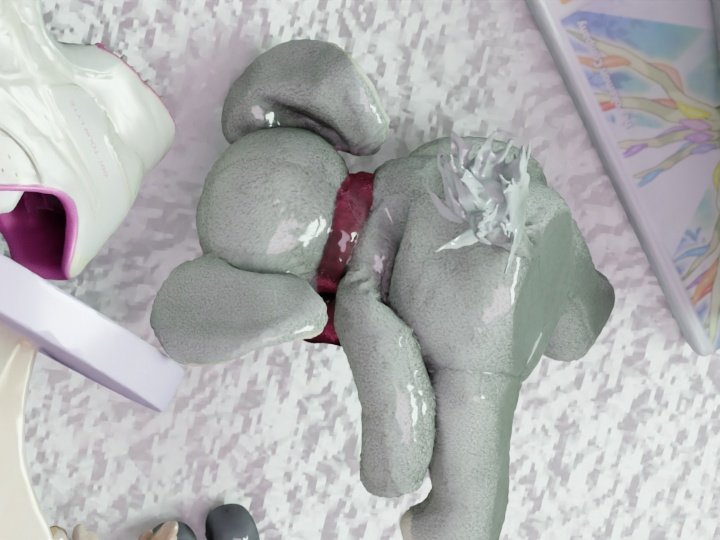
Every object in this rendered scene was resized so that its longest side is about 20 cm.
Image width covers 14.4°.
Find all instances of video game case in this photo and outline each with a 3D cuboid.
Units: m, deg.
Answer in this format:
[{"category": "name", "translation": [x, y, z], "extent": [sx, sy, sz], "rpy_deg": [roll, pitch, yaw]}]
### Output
[{"category": "video game case", "translation": [0.184, -0.088, 1.226], "extent": [0.182, 0.022, 0.200], "rpy_deg": [-29, 113, -3]}]

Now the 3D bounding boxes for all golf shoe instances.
[{"category": "golf shoe", "translation": [-0.153, -0.071, 1.087], "extent": [0.200, 0.075, 0.092], "rpy_deg": [39, 61, -35]}]

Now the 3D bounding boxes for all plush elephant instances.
[{"category": "plush elephant", "translation": [0.000, 0.000, 1.151], "extent": [0.200, 0.154, 0.165], "rpy_deg": [77, 35, -53]}]

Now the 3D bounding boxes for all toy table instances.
[{"category": "toy table", "translation": [-0.180, 0.041, 1.108], "extent": [0.200, 0.184, 0.117], "rpy_deg": [29, 83, -7]}]

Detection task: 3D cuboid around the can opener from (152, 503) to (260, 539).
[{"category": "can opener", "translation": [-0.045, 0.203, 1.243], "extent": [0.053, 0.067, 0.201], "rpy_deg": [-16, 111, -8]}]

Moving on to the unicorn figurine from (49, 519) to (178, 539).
[{"category": "unicorn figurine", "translation": [-0.150, 0.192, 1.202], "extent": [0.200, 0.074, 0.138], "rpy_deg": [-25, 90, 20]}]

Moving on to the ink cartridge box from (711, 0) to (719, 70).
[{"category": "ink cartridge box", "translation": [0.237, -0.060, 1.159], "extent": [0.146, 0.147, 0.201], "rpy_deg": [-13, 111, -10]}]
